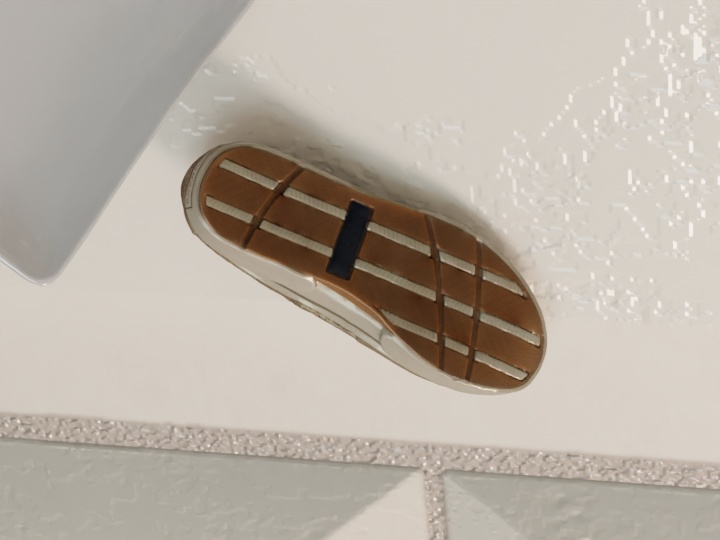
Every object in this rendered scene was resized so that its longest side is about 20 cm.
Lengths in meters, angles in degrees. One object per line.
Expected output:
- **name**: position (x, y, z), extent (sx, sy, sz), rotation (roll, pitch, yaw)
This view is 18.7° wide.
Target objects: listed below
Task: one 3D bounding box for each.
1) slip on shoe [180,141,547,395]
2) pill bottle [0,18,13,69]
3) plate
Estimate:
- **slip on shoe**: position (0.000, 0.000, 1.083), extent (0.199, 0.076, 0.061), rotation (25, 169, -15)
- **pill bottle**: position (-0.222, -0.114, 1.015), extent (0.200, 0.115, 0.114), rotation (38, 127, -16)
- **plate**: position (-0.163, -0.128, 0.962), extent (0.200, 0.200, 0.032), rotation (39, 162, -16)
